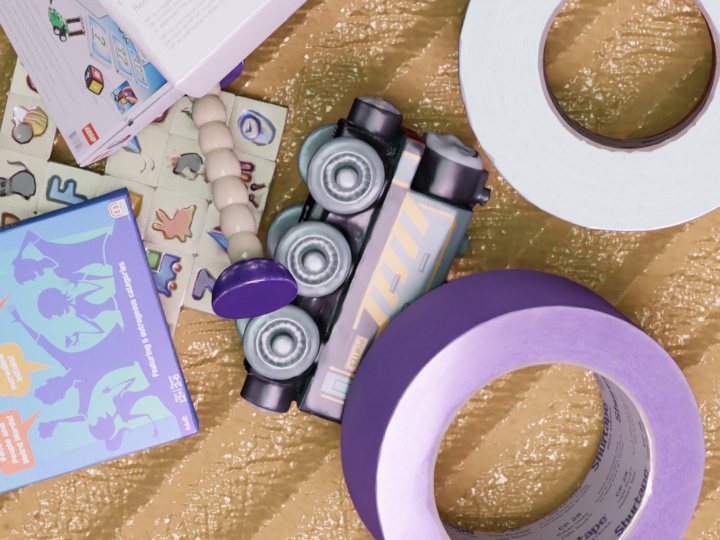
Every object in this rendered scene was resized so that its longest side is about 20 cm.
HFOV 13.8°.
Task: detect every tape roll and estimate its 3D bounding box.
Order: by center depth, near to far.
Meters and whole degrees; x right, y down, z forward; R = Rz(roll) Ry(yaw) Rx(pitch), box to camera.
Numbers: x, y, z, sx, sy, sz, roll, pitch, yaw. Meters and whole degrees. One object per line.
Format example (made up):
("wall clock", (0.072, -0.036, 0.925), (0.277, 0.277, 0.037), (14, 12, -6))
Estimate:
("tape roll", (0.094, 0.105, 1.735), (0.200, 0.085, 0.200), (-4, 106, -13))
("tape roll", (0.157, -0.124, 1.742), (0.200, 0.066, 0.201), (1, 98, 5))

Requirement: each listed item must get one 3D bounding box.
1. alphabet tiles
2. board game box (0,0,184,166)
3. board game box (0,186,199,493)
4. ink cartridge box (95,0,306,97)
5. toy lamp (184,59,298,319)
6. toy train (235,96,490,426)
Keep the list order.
("alphabet tiles", (-0.148, -0.022, 1.793), (0.167, 0.008, 0.200), (14, 94, -3))
("board game box", (-0.169, -0.176, 1.726), (0.126, 0.035, 0.200), (-34, 83, 46))
("board game box", (-0.212, 0.052, 1.768), (0.200, 0.045, 0.152), (-18, 97, -1))
("ink cartridge box", (-0.107, -0.216, 1.590), (0.147, 0.146, 0.200), (-42, 89, 2))
("toy lamp", (-0.083, -0.070, 1.735), (0.058, 0.058, 0.200), (-16, 67, 6))
("toy train", (0.000, 0.000, 1.767), (0.114, 0.085, 0.200), (20, 97, -11))
